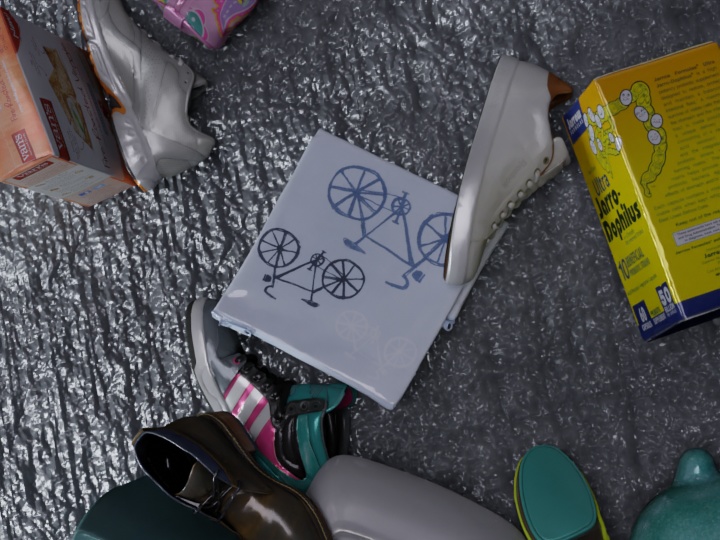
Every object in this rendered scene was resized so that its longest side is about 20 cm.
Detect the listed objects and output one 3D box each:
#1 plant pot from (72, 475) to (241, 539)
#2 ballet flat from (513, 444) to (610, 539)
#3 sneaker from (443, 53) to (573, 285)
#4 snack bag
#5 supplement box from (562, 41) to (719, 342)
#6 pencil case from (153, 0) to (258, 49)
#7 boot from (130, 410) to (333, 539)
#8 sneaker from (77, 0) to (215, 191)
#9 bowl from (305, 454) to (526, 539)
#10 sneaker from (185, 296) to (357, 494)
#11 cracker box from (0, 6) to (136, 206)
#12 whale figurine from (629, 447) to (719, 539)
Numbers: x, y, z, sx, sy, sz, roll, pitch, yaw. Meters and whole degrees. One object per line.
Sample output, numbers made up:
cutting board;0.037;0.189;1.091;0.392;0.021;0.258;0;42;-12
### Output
plant pot;-0.174;0.262;1.512;0.140;0.200;0.143;21;91;15
ballet flat;0.174;0.233;1.482;0.066;0.067;0.201;-17;45;-9
sneaker;0.126;-0.076;1.516;0.084;0.073;0.202;18;79;2
snack bag;0.000;0.000;1.550;0.187;0.021;0.201;26;73;12
supplement box;0.253;-0.061;1.460;0.109;0.109;0.202;-17;81;-11
pencil case;-0.098;-0.291;1.591;0.087;0.087;0.201;40;97;13
boot;-0.102;0.191;1.460;0.200;0.096;0.075;45;116;32
sneaker;-0.186;-0.175;1.619;0.091;0.076;0.202;-19;84;-3
bowl;0.023;0.273;1.497;0.198;0.075;0.201;22;106;3
sneaker;-0.067;0.104;1.554;0.120;0.084;0.202;-21;89;17
cracker box;-0.267;-0.135;1.562;0.057;0.200;0.135;-23;82;11
whale figurine;0.305;0.207;1.447;0.199;0.104;0.160;-34;78;6
